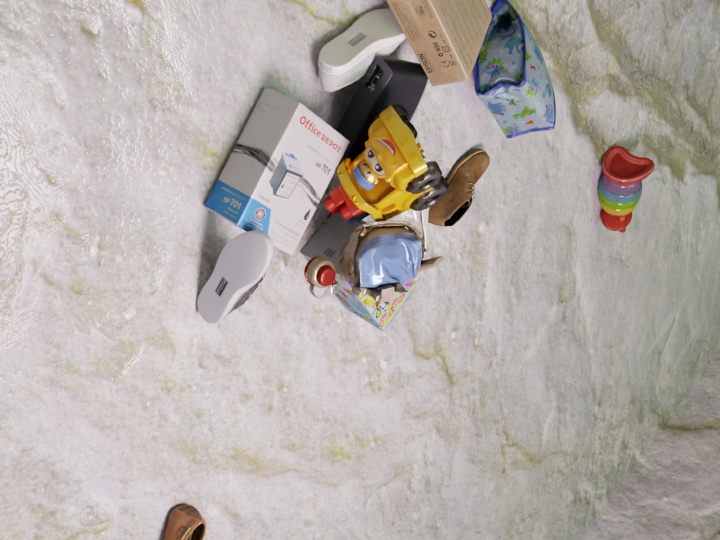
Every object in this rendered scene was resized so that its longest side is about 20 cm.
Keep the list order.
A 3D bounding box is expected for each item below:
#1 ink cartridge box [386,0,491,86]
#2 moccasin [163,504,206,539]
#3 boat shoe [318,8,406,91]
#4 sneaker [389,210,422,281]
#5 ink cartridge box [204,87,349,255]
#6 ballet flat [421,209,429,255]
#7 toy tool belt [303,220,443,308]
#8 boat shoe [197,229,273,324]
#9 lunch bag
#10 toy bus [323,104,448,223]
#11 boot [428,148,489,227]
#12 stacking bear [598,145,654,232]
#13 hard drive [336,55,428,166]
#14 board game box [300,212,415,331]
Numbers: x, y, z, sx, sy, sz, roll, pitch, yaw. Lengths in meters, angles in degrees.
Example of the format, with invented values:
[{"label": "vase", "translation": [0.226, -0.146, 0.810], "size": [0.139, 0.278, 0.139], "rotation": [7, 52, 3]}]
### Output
[{"label": "ink cartridge box", "translation": [0.126, -0.426, 1.486], "size": [0.201, 0.074, 0.167], "rotation": [55, 44, -38]}, {"label": "moccasin", "translation": [-0.303, 0.502, 1.588], "size": [0.073, 0.077, 0.205], "rotation": [8, 105, -52]}, {"label": "boat shoe", "translation": [0.009, -0.345, 1.474], "size": [0.200, 0.071, 0.069], "rotation": [-46, 162, -33]}, {"label": "sneaker", "translation": [0.068, -0.081, 1.678], "size": [0.075, 0.086, 0.205], "rotation": [-86, 172, -78]}, {"label": "ink cartridge box", "translation": [-0.123, -0.147, 1.412], "size": [0.146, 0.085, 0.203], "rotation": [28, 90, -53]}, {"label": "ballet flat", "translation": [0.106, -0.078, 1.754], "size": [0.069, 0.069, 0.204], "rotation": [-20, 122, -42]}, {"label": "toy tool belt", "translation": [0.022, -0.007, 1.469], "size": [0.197, 0.122, 0.127], "rotation": [-18, 117, -28]}, {"label": "boat shoe", "translation": [-0.176, 0.005, 1.405], "size": [0.067, 0.072, 0.201], "rotation": [-28, 161, -49]}, {"label": "lunch bag", "translation": [0.287, -0.380, 1.743], "size": [0.170, 0.125, 0.204], "rotation": [38, 53, -53]}, {"label": "toy bus", "translation": [0.025, -0.146, 1.470], "size": [0.190, 0.137, 0.200], "rotation": [-30, 166, 5]}, {"label": "boot", "translation": [0.201, -0.155, 1.811], "size": [0.200, 0.075, 0.074], "rotation": [-47, 139, -22]}, {"label": "stacking bear", "translation": [0.640, -0.183, 2.307], "size": [0.114, 0.120, 0.202], "rotation": [-42, 146, -28]}, {"label": "hard drive", "translation": [0.029, -0.248, 1.527], "size": [0.134, 0.042, 0.202], "rotation": [-5, 133, -50]}, {"label": "board game box", "translation": [0.000, 0.000, 1.634], "size": [0.104, 0.104, 0.201], "rotation": [-52, 143, -13]}]
